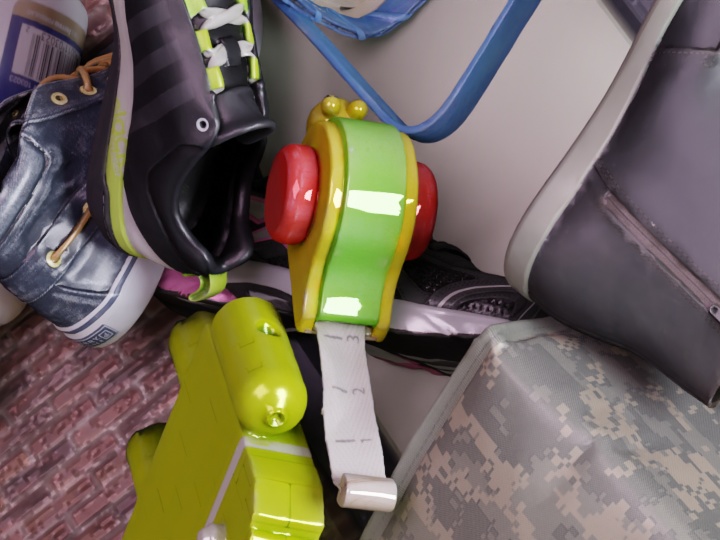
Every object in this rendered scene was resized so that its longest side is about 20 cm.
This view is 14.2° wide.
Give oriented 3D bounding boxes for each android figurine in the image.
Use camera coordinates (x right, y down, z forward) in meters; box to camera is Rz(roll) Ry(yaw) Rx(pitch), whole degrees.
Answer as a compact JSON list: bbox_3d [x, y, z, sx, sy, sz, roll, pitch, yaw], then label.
[{"bbox_3d":[-0.063,0.107,1.210,0.200,0.041,0.182,-108,36,-55],"label":"android figurine"}]

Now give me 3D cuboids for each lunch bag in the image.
[{"bbox_3d":[0.084,0.140,1.166,0.164,0.117,0.200,48,124,24],"label":"lunch bag"}]

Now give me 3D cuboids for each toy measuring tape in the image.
[{"bbox_3d":[0.000,0.000,1.172,0.073,0.074,0.200,-21,48,16],"label":"toy measuring tape"}]

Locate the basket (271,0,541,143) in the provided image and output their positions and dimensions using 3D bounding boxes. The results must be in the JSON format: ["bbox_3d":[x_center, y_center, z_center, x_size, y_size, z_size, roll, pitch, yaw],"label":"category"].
[{"bbox_3d":[0.019,-0.171,1.262,0.200,0.139,0.176,41,99,33],"label":"basket"}]

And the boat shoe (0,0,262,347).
[{"bbox_3d":[-0.112,-0.072,1.289,0.071,0.091,0.201,-14,49,48],"label":"boat shoe"}]

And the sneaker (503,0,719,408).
[{"bbox_3d":[0.151,-0.051,1.111,0.106,0.075,0.200,34,99,21],"label":"sneaker"}]

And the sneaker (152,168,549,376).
[{"bbox_3d":[-0.003,-0.012,1.265,0.200,0.080,0.087,12,80,23],"label":"sneaker"}]

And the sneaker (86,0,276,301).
[{"bbox_3d":[-0.059,-0.086,1.200,0.083,0.072,0.200,28,122,40],"label":"sneaker"}]

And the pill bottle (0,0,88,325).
[{"bbox_3d":[-0.198,-0.038,1.331,0.111,0.111,0.200,7,79,23],"label":"pill bottle"}]
